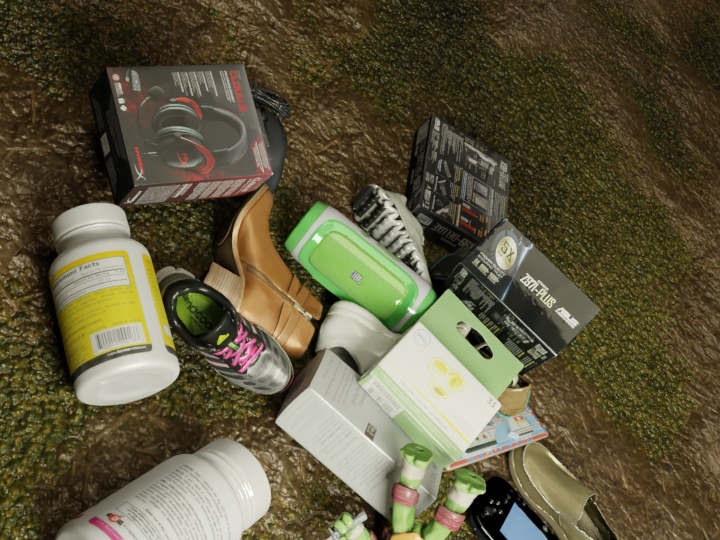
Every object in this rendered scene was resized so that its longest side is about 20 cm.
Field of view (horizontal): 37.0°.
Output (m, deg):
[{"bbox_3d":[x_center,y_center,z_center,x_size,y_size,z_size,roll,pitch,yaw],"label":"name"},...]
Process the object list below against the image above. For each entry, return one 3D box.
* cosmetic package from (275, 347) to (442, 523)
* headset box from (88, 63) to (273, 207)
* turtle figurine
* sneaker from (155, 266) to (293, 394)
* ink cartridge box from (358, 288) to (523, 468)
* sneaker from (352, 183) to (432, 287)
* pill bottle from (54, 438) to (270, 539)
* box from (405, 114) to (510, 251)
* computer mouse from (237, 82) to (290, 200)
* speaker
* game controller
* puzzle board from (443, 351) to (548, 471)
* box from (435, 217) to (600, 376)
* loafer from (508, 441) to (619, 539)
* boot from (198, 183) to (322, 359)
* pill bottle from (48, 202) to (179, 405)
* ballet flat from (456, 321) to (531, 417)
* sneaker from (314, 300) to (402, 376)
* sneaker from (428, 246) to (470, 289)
[{"bbox_3d":[0.003,0.196,1.265,0.200,0.074,0.102,40,26,-8],"label":"cosmetic package"},{"bbox_3d":[-0.204,-0.163,1.280,0.200,0.075,0.149,-8,77,-33],"label":"headset box"},{"bbox_3d":[0.045,0.298,1.151,0.200,0.194,0.144,12,15,-41],"label":"turtle figurine"},{"bbox_3d":[-0.154,0.075,1.207,0.200,0.087,0.074,44,86,-15],"label":"sneaker"},{"bbox_3d":[0.110,0.120,1.306,0.146,0.048,0.200,46,56,1],"label":"ink cartridge box"},{"bbox_3d":[0.062,-0.030,1.489,0.081,0.075,0.200,2,60,-48],"label":"sneaker"},{"bbox_3d":[-0.189,0.252,1.061,0.200,0.113,0.113,-29,82,-46],"label":"pill bottle"},{"bbox_3d":[0.149,-0.121,1.630,0.158,0.050,0.200,28,48,-21],"label":"box"},{"bbox_3d":[-0.143,-0.184,1.439,0.138,0.053,0.200,18,52,-30],"label":"computer mouse"},{"bbox_3d":[0.000,0.000,1.393,0.200,0.088,0.088,38,44,-2],"label":"speaker"},{"bbox_3d":[0.217,0.355,1.365,0.200,0.042,0.104,49,44,-1],"label":"game controller"},{"bbox_3d":[0.143,0.178,1.416,0.200,0.017,0.151,-9,51,-41],"label":"puzzle board"},{"bbox_3d":[0.194,0.041,1.382,0.164,0.200,0.086,45,76,6],"label":"box"},{"bbox_3d":[0.275,0.303,1.427,0.200,0.067,0.076,52,44,3],"label":"loafer"},{"bbox_3d":[-0.106,0.001,1.324,0.155,0.077,0.200,32,48,-16],"label":"boot"},{"bbox_3d":[-0.269,0.033,1.148,0.111,0.111,0.200,0,62,-39],"label":"pill bottle"},{"bbox_3d":[0.144,0.112,1.420,0.200,0.072,0.068,39,37,10],"label":"ballet flat"},{"bbox_3d":[0.036,0.121,1.356,0.200,0.075,0.089,26,57,3],"label":"sneaker"},{"bbox_3d":[0.164,0.066,1.513,0.082,0.073,0.200,-25,72,-29],"label":"sneaker"}]
